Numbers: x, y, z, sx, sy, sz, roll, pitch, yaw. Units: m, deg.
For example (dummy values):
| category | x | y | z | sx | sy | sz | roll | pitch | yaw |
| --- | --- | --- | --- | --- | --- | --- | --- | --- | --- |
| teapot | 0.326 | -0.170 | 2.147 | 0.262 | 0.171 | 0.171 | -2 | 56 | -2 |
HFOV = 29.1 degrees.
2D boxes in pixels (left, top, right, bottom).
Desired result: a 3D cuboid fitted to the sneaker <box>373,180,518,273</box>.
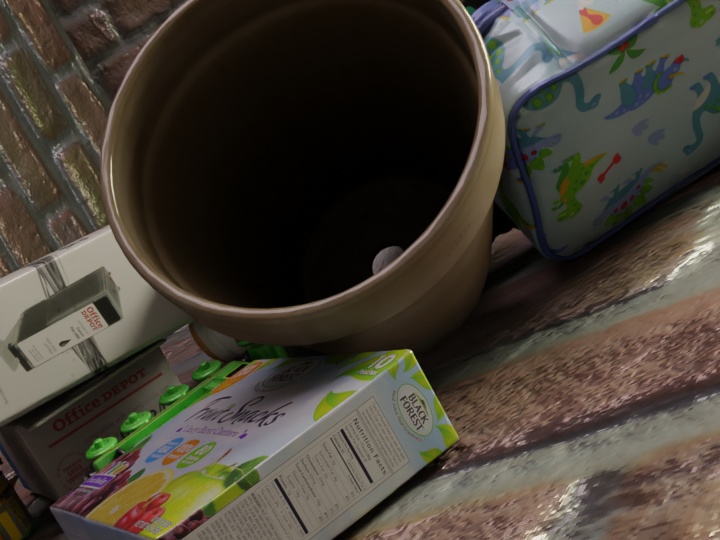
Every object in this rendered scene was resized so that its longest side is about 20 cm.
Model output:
| category | x | y | z | sx | sy | sz | roll | pitch | yaw |
| --- | --- | --- | --- | --- | --- | --- | --- | --- | --- |
| sneaker | 0.073 | -0.024 | 0.859 | 0.201 | 0.111 | 0.073 | -63 | 27 | 9 |

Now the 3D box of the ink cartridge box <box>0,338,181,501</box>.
| category | x | y | z | sx | sy | sz | roll | pitch | yaw |
| --- | --- | --- | --- | --- | --- | --- | --- | --- | --- |
| ink cartridge box | -0.194 | 0.107 | 1.004 | 0.115 | 0.068 | 0.200 | -34 | 9 | -22 |

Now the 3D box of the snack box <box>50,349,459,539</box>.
| category | x | y | z | sx | sy | sz | roll | pitch | yaw |
| --- | --- | --- | --- | --- | --- | --- | --- | --- | --- |
| snack box | -0.059 | 0.098 | 0.666 | 0.142 | 0.053 | 0.200 | -34 | 9 | -24 |

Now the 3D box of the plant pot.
| category | x | y | z | sx | sy | sz | roll | pitch | yaw |
| --- | --- | --- | --- | --- | --- | --- | --- | --- | --- |
| plant pot | -0.007 | -0.036 | 0.721 | 0.199 | 0.201 | 0.174 | -30 | -31 | 6 |

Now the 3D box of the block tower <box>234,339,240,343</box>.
| category | x | y | z | sx | sy | sz | roll | pitch | yaw |
| --- | --- | --- | --- | --- | --- | --- | --- | --- | --- |
| block tower | -0.016 | -0.024 | 0.913 | 0.198 | 0.058 | 0.054 | -25 | 37 | -4 |

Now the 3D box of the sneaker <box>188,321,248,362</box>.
| category | x | y | z | sx | sy | sz | roll | pitch | yaw |
| --- | --- | --- | --- | --- | --- | --- | --- | --- | --- |
| sneaker | -0.064 | -0.015 | 1.121 | 0.088 | 0.075 | 0.201 | -21 | 41 | 44 |

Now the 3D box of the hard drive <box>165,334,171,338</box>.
| category | x | y | z | sx | sy | sz | roll | pitch | yaw |
| --- | --- | --- | --- | --- | --- | --- | --- | --- | --- |
| hard drive | -0.101 | -0.031 | 1.056 | 0.200 | 0.027 | 0.133 | -33 | 31 | 56 |

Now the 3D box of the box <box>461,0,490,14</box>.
| category | x | y | z | sx | sy | sz | roll | pitch | yaw |
| --- | --- | --- | --- | --- | --- | --- | --- | --- | --- |
| box | 0.132 | -0.173 | 1.035 | 0.201 | 0.124 | 0.149 | -57 | -1 | 23 |

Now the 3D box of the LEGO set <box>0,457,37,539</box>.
| category | x | y | z | sx | sy | sz | roll | pitch | yaw |
| --- | --- | --- | --- | --- | --- | --- | --- | --- | --- |
| LEGO set | -0.325 | 0.164 | 0.970 | 0.153 | 0.117 | 0.200 | -34 | 10 | -19 |

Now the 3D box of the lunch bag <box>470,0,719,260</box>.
| category | x | y | z | sx | sy | sz | roll | pitch | yaw |
| --- | --- | --- | --- | --- | --- | --- | --- | --- | --- |
| lunch bag | 0.152 | -0.106 | 0.766 | 0.199 | 0.161 | 0.083 | -33 | 51 | -5 |

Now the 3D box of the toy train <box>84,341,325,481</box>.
| category | x | y | z | sx | sy | sz | roll | pitch | yaw |
| --- | --- | --- | --- | --- | --- | --- | --- | --- | --- |
| toy train | -0.093 | 0.084 | 0.903 | 0.200 | 0.042 | 0.056 | -37 | 22 | -31 |

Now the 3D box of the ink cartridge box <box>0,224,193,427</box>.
| category | x | y | z | sx | sy | sz | roll | pitch | yaw |
| --- | --- | --- | --- | --- | --- | --- | --- | --- | --- |
| ink cartridge box | -0.224 | 0.041 | 0.947 | 0.199 | 0.083 | 0.147 | -30 | 8 | -23 |
